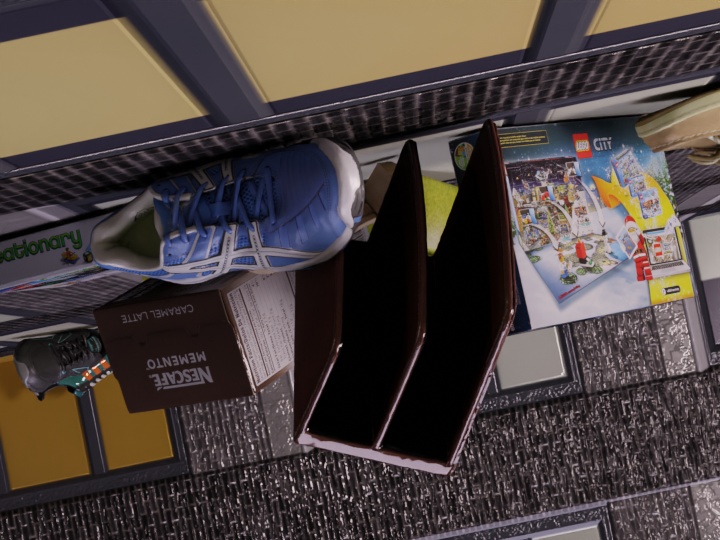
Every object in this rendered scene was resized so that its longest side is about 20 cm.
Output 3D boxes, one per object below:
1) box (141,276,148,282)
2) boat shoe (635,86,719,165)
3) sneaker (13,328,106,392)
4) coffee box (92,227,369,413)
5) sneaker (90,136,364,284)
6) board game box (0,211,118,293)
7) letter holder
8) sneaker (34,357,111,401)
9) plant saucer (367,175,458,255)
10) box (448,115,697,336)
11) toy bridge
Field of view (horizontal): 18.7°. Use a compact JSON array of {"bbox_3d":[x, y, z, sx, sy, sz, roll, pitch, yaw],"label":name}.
[{"bbox_3d":[-0.086,-0.016,1.779,0.075,0.050,0.200,-14,176,38],"label":"box"},{"bbox_3d":[0.284,-0.099,1.517,0.200,0.063,0.073,-10,177,-29],"label":"boat shoe"},{"bbox_3d":[-0.404,0.110,2.979,0.079,0.076,0.200,-25,-179,21],"label":"sneaker"},{"bbox_3d":[-0.082,0.024,1.554,0.114,0.080,0.200,-10,-167,33],"label":"coffee box"},{"bbox_3d":[-0.079,-0.028,1.309,0.199,0.076,0.077,-20,171,40],"label":"sneaker"},{"bbox_3d":[-0.160,-0.021,1.531,0.199,0.035,0.126,-13,177,23],"label":"board game box"},{"bbox_3d":[0.026,-0.001,1.337,0.100,0.200,0.143,13,127,-11],"label":"letter holder"},{"bbox_3d":[-0.446,0.163,3.576,0.199,0.080,0.071,-11,177,-15],"label":"sneaker"},{"bbox_3d":[0.000,0.000,1.757,0.199,0.048,0.200,-31,165,17],"label":"plant saucer"},{"bbox_3d":[0.151,-0.034,1.523,0.038,0.137,0.199,-16,174,42],"label":"box"},{"bbox_3d":[-0.049,-0.029,1.467,0.200,0.027,0.067,-15,145,-48],"label":"toy bridge"}]
